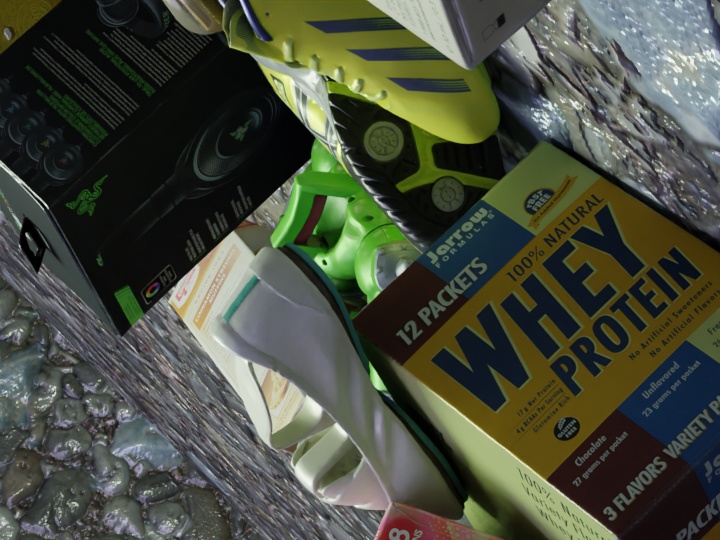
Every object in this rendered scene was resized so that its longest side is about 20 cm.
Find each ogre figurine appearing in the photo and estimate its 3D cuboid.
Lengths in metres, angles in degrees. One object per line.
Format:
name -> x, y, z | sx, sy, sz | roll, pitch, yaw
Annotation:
ogre figurine -> 0.000, 0.000, 1.288 | 0.098, 0.200, 0.120 | 9, 128, -2

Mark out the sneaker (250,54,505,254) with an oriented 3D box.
sneaker -> 0.007, -0.086, 1.237 | 0.200, 0.075, 0.076 | 55, 172, 15

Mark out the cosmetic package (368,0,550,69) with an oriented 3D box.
cosmetic package -> -0.001, -0.173, 0.892 | 0.200, 0.103, 0.087 | 37, 163, 34

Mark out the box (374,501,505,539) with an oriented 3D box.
box -> 0.037, 0.187, 1.222 | 0.094, 0.103, 0.200 | 21, 168, 4

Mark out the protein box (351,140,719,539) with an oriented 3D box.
protein box -> 0.132, 0.082, 1.175 | 0.198, 0.135, 0.200 | 37, 165, 42

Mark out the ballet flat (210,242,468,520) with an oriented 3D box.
ballet flat -> -0.015, 0.068, 1.158 | 0.069, 0.069, 0.200 | 35, 164, 45

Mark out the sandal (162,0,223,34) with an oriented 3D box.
sandal -> -0.135, -0.200, 1.268 | 0.054, 0.080, 0.200 | -29, 98, 33

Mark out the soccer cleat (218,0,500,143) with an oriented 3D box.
soccer cleat -> -0.022, -0.117, 1.151 | 0.200, 0.084, 0.065 | 41, 156, -11

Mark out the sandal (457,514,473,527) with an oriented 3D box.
sandal -> 0.068, 0.050, 1.321 | 0.076, 0.043, 0.201 | -158, 67, -63

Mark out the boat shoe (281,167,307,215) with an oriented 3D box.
boat shoe -> -0.004, -0.038, 1.435 | 0.072, 0.068, 0.200 | 49, 167, -2

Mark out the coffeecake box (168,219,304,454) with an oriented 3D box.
coffeecake box -> -0.010, 0.055, 1.522 | 0.153, 0.073, 0.200 | 22, -166, -32

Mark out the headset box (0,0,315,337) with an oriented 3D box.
headset box -> -0.119, -0.081, 1.369 | 0.093, 0.200, 0.174 | 42, 167, 22

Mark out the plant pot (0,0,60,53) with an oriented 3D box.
plant pot -> -0.266, -0.162, 1.725 | 0.142, 0.200, 0.200 | -8, 129, 42
